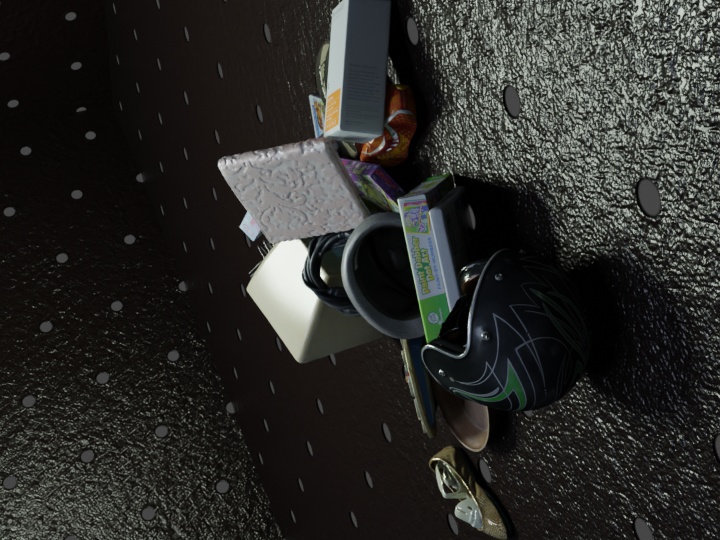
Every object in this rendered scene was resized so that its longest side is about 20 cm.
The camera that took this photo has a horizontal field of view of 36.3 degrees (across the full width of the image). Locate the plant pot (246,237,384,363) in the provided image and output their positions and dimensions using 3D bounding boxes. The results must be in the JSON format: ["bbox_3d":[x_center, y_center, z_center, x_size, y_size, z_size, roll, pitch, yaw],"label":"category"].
[{"bbox_3d":[-0.060,0.013,1.978,0.200,0.198,0.178,50,138,31],"label":"plant pot"}]

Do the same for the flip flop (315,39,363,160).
[{"bbox_3d":[-0.024,-0.287,1.841,0.081,0.057,0.202,3,113,66],"label":"flip flop"}]

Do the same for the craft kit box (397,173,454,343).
[{"bbox_3d":[0.111,-0.022,1.532,0.197,0.048,0.202,-39,-62,-68],"label":"craft kit box"}]

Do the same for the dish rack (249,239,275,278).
[{"bbox_3d":[-0.127,-0.058,2.071,0.200,0.153,0.055,-42,75,24],"label":"dish rack"}]

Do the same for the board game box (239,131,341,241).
[{"bbox_3d":[-0.117,-0.156,1.945,0.041,0.200,0.200,45,159,0],"label":"board game box"}]

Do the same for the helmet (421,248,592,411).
[{"bbox_3d":[0.187,0.074,1.336,0.190,0.199,0.202,-20,87,53],"label":"helmet"}]

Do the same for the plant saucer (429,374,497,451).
[{"bbox_3d":[0.165,0.182,1.723,0.200,0.036,0.203,164,90,-71],"label":"plant saucer"}]

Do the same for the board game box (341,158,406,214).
[{"bbox_3d":[0.023,-0.130,1.791,0.120,0.032,0.200,40,173,-24],"label":"board game box"}]

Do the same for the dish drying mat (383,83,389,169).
[{"bbox_3d":[0.028,-0.231,1.799,0.201,0.018,0.077,97,153,-51],"label":"dish drying mat"}]

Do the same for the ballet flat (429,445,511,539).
[{"bbox_3d":[0.173,0.374,1.811,0.200,0.065,0.071,-128,28,-47],"label":"ballet flat"}]

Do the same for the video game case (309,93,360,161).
[{"bbox_3d":[-0.040,-0.236,1.987,0.200,0.018,0.145,-145,42,-61],"label":"video game case"}]

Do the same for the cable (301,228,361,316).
[{"bbox_3d":[0.000,0.000,1.832,0.051,0.198,0.165,-84,-20,-63],"label":"cable"}]

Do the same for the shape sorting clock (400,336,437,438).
[{"bbox_3d":[0.095,0.177,1.813,0.200,0.039,0.202,-10,-90,-82],"label":"shape sorting clock"}]

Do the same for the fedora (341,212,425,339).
[{"bbox_3d":[0.065,-0.001,1.724,0.200,0.176,0.090,50,-163,-6],"label":"fedora"}]

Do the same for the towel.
[{"bbox_3d":[-0.101,-0.127,1.755,0.192,0.198,0.032,57,-146,-41],"label":"towel"}]

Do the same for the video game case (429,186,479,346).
[{"bbox_3d":[0.139,-0.003,1.510,0.182,0.022,0.202,-42,-59,-70],"label":"video game case"}]

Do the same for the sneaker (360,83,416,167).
[{"bbox_3d":[0.048,-0.219,1.705,0.200,0.072,0.078,127,145,-62],"label":"sneaker"}]

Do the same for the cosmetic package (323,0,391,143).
[{"bbox_3d":[-0.005,-0.300,1.652,0.101,0.070,0.203,173,101,-74],"label":"cosmetic package"}]
